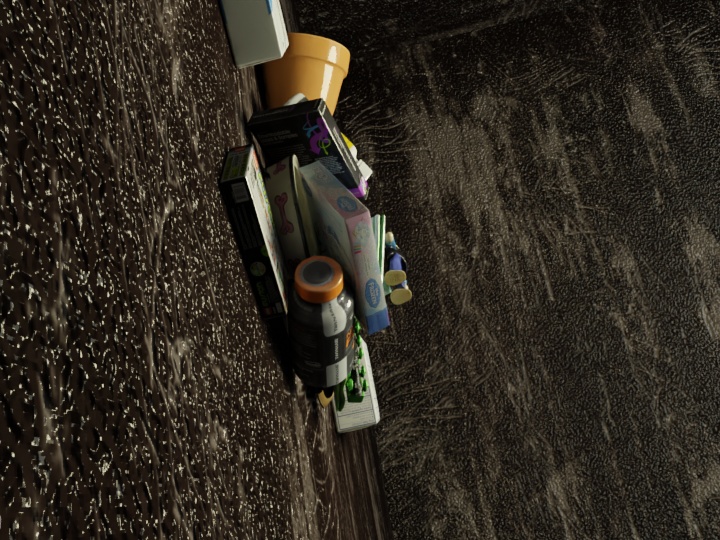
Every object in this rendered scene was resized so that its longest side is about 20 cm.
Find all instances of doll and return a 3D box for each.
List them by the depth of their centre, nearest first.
[{"bbox_3d":[0.071,-0.012,1.262,0.201,0.047,0.140,-91,164,-69],"label":"doll"}]

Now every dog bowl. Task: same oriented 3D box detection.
[{"bbox_3d":[-0.119,-0.078,0.991,0.200,0.071,0.207,-12,91,-89],"label":"dog bowl"}]

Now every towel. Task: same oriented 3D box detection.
[{"bbox_3d":[0.000,0.000,1.090,0.200,0.023,0.158,145,-51,-67],"label":"towel"},{"bbox_3d":[-0.045,0.143,1.169,0.151,0.030,0.205,93,-11,-55],"label":"towel"}]

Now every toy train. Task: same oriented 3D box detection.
[{"bbox_3d":[-0.018,0.162,1.179,0.204,0.040,0.057,-99,-161,-44],"label":"toy train"}]

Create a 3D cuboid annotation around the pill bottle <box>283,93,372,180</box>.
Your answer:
[{"bbox_3d":[-0.078,-0.220,1.152,0.199,0.115,0.114,43,7,-6],"label":"pill bottle"}]

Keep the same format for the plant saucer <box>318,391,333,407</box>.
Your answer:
[{"bbox_3d":[-0.078,0.181,1.288,0.200,0.034,0.207,-12,91,-89],"label":"plant saucer"}]

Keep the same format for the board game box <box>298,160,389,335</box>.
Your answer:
[{"bbox_3d":[-0.027,-0.039,0.950,0.200,0.042,0.204,-130,-158,-52],"label":"board game box"}]

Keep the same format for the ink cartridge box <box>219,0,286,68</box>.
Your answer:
[{"bbox_3d":[-0.182,-0.443,1.053,0.201,0.081,0.149,-98,176,-65],"label":"ink cartridge box"}]

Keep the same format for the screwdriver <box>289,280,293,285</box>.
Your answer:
[{"bbox_3d":[-0.114,0.032,1.057,0.200,0.028,0.029,-112,-170,-73],"label":"screwdriver"}]

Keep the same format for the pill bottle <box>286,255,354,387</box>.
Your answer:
[{"bbox_3d":[-0.060,0.075,0.924,0.204,0.102,0.108,91,-8,-45],"label":"pill bottle"}]

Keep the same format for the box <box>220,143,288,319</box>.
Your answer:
[{"bbox_3d":[-0.137,-0.051,0.823,0.111,0.034,0.205,-98,177,-59],"label":"box"}]

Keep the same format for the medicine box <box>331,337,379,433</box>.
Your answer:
[{"bbox_3d":[-0.019,0.279,1.494,0.182,0.099,0.207,70,9,-78],"label":"medicine box"}]

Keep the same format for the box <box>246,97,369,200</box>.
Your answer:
[{"bbox_3d":[-0.084,-0.192,1.040,0.202,0.139,0.037,58,38,-45],"label":"box"}]

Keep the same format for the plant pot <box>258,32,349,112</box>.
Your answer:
[{"bbox_3d":[-0.122,-0.391,1.285,0.200,0.193,0.145,-10,105,-88],"label":"plant pot"}]

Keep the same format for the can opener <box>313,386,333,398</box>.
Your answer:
[{"bbox_3d":[-0.086,0.148,1.112,0.063,0.078,0.205,26,-42,39],"label":"can opener"}]

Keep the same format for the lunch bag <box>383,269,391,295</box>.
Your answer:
[{"bbox_3d":[-0.039,-0.011,1.273,0.122,0.166,0.205,-98,165,-70],"label":"lunch bag"}]
